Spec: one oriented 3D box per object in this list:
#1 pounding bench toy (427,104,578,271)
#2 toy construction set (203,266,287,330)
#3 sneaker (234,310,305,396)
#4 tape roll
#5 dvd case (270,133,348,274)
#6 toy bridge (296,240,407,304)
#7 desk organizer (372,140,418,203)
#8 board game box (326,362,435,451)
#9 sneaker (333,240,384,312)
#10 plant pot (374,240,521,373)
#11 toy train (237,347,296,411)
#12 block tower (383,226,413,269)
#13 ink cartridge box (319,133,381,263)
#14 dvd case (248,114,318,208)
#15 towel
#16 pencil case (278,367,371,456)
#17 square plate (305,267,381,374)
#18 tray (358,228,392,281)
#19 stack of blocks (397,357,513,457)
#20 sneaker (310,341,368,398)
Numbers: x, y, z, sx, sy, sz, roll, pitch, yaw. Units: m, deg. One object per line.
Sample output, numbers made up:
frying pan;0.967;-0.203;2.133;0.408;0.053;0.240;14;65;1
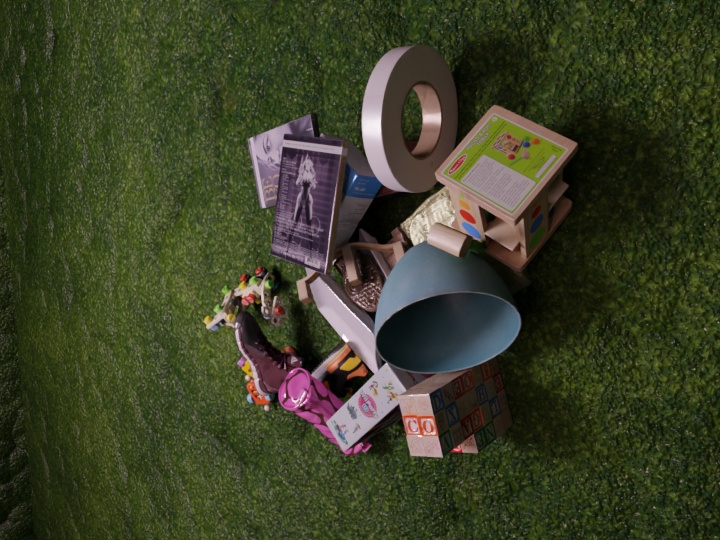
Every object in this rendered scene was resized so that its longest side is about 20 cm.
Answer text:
pounding bench toy;0.171;-0.072;0.731;0.124;0.156;0.200;36;79;30
toy construction set;-0.239;0.068;1.197;0.197;0.132;0.093;-5;134;33
sneaker;-0.171;0.163;1.119;0.114;0.076;0.202;-6;121;17
tape roll;0.077;-0.214;0.801;0.037;0.201;0.206;12;108;37
dvd case;-0.085;-0.110;0.890;0.148;0.016;0.204;18;105;44
toy bridge;-0.014;-0.010;0.916;0.197;0.027;0.068;-21;64;13
desk organizer;0.018;-0.158;0.953;0.198;0.071;0.078;-8;92;42
board game box;0.053;0.215;0.951;0.065;0.146;0.201;53;129;20
sneaker;0.000;0.000;0.982;0.070;0.075;0.201;-45;52;12
plant pot;0.113;0.036;0.787;0.200;0.198;0.136;-44;38;38
toy train;-0.189;0.234;1.240;0.198;0.056;0.151;-18;114;32
block tower;0.106;0.025;0.924;0.058;0.054;0.202;-37;74;39
ink cartridge box;-0.059;-0.109;0.932;0.116;0.067;0.201;52;125;31
dvd case;-0.152;-0.215;1.128;0.198;0.016;0.151;-6;96;43
towel;0.161;-0.033;0.863;0.148;0.036;0.202;-37;76;30
pencil case;-0.061;0.268;1.043;0.091;0.200;0.094;-47;29;-1
square plate;-0.024;0.086;1.013;0.198;0.028;0.201;46;162;26
tray;0.051;0.024;0.967;0.202;0.022;0.108;62;173;13
stack of blocks;0.147;0.210;0.830;0.058;0.199;0.117;-14;89;41
sneaker;-0.063;0.231;1.105;0.090;0.070;0.201;43;123;4
